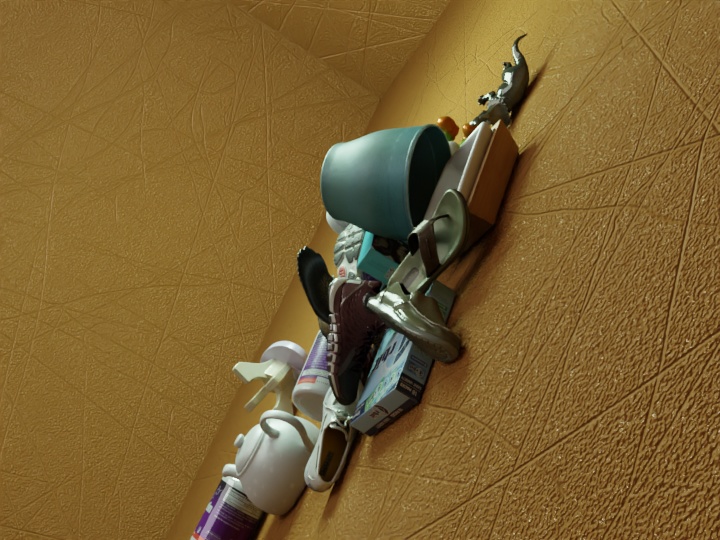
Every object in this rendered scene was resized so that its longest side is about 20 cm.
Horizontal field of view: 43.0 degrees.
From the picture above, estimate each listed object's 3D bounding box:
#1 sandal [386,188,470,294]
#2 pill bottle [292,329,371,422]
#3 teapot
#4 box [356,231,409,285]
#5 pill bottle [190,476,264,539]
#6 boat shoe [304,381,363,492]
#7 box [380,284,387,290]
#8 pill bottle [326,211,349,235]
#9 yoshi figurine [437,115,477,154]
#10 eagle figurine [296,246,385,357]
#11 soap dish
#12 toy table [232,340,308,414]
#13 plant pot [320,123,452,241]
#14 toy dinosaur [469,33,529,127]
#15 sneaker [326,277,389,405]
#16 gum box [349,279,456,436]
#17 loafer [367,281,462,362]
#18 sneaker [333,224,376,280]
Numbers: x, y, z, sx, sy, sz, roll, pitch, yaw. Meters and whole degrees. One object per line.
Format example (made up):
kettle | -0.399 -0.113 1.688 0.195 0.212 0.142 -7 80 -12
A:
sandal | 0.097 -0.029 1.360 0.203 0.057 0.080 -57 45 19
pill bottle | -0.042 0.169 1.676 0.112 0.110 0.202 -47 16 54
teapot | -0.169 0.349 1.721 0.202 0.145 0.197 -59 9 0
box | 0.051 -0.053 1.656 0.049 0.081 0.201 -54 12 30
pill bottle | -0.258 0.495 1.872 0.202 0.111 0.112 -62 9 -12
boat shoe | -0.034 0.256 1.484 0.204 0.074 0.086 -68 11 -26
box | 0.097 -0.017 1.693 0.162 0.043 0.200 -65 9 -20
pill bottle | 0.011 -0.158 1.783 0.201 0.111 0.113 -54 11 41
yoshi figurine | 0.154 -0.204 1.769 0.203 0.111 0.112 -65 16 -12
eagle figurine | -0.035 0.068 1.578 0.150 0.198 0.154 -16 -51 -56
soap dish | 0.175 -0.124 1.470 0.157 0.080 0.202 -47 16 56
toy table | -0.204 0.264 2.164 0.117 0.183 0.201 -45 -12 -41
plant pot | 0.039 -0.149 1.568 0.199 0.185 0.204 -17 -70 -61
toy dinosaur | 0.272 -0.329 1.656 0.201 0.076 0.102 -55 21 2
sneaker | 0.009 0.110 1.436 0.075 0.113 0.204 7 -100 -70
gum box | 0.064 0.135 1.400 0.170 0.044 0.202 -47 17 55
loafer | 0.082 0.063 1.290 0.070 0.075 0.199 -49 36 -6
sneaker | 0.000 0.000 1.711 0.080 0.083 0.204 -20 59 39
